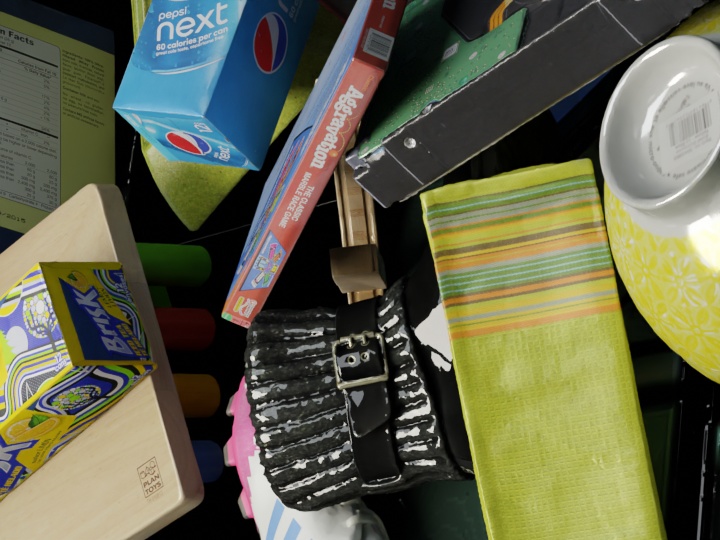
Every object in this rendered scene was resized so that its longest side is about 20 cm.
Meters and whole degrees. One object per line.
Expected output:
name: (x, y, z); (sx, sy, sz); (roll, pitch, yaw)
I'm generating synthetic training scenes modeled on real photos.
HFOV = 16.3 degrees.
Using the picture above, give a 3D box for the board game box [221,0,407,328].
board game box: (-0.019, -0.068, 1.247); (0.200, 0.019, 0.103); (120, 171, -46)

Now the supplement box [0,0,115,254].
supplement box: (-0.271, -0.054, 1.662); (0.200, 0.134, 0.200); (-30, 52, 42)

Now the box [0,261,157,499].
box: (-0.205, 0.074, 1.444); (0.200, 0.064, 0.070); (-40, 61, 38)

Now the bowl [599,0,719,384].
bowl: (0.171, -0.050, 1.113); (0.200, 0.108, 0.200); (-25, 56, 43)

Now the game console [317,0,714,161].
game console: (0.069, -0.153, 1.282); (0.200, 0.119, 0.172); (-45, 43, 31)

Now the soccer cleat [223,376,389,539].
soccer cleat: (-0.018, 0.134, 1.319); (0.086, 0.070, 0.200); (-22, 59, 27)

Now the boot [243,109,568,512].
boot: (0.021, 0.012, 1.255); (0.158, 0.079, 0.211); (-7, 73, 31)

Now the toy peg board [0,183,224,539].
toy peg board: (-0.154, 0.081, 1.506); (0.200, 0.098, 0.199); (-35, 65, 40)

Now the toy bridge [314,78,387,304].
toy bridge: (0.000, 0.000, 1.346); (0.067, 0.027, 0.200); (65, -161, -81)

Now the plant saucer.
plant saucer: (-0.085, -0.158, 1.513); (0.200, 0.048, 0.200); (-46, 42, 45)

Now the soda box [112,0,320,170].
soda box: (-0.064, -0.160, 1.385); (0.064, 0.068, 0.200); (7, 69, 31)

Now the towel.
towel: (0.085, 0.051, 1.168); (0.086, 0.018, 0.200); (-13, 83, 20)

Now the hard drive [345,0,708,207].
hard drive: (0.084, -0.124, 1.189); (0.200, 0.038, 0.140); (-32, 26, 32)
